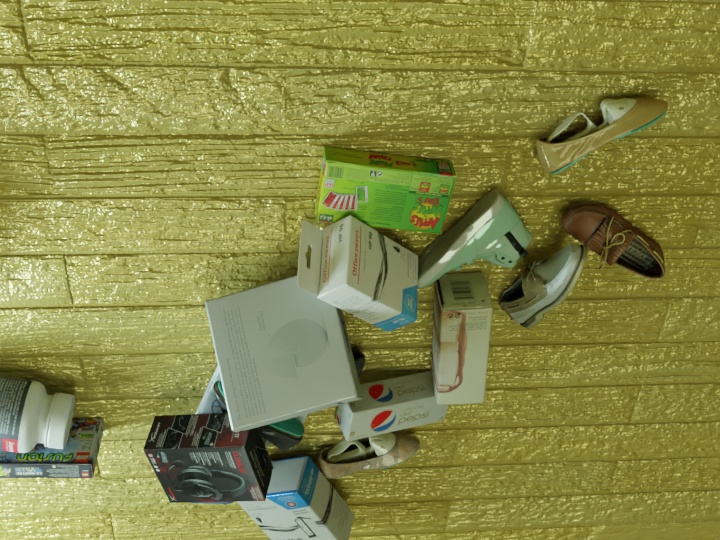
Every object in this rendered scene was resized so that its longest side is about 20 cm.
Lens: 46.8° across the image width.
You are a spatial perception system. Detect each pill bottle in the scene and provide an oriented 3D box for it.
[{"bbox_3d":[-0.585,0.238,1.384,0.196,0.121,0.121,10,123,-13],"label":"pill bottle"}]

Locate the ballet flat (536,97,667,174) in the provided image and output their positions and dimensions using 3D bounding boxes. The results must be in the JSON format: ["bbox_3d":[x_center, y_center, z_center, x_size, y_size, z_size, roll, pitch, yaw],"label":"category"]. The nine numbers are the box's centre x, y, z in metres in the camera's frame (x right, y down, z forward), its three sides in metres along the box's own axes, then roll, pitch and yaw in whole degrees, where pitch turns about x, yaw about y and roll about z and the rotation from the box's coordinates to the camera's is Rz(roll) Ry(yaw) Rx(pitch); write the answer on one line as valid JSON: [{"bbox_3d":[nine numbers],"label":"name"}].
[{"bbox_3d":[0.348,-0.211,1.214,0.198,0.069,0.064,-29,109,12],"label":"ballet flat"}]

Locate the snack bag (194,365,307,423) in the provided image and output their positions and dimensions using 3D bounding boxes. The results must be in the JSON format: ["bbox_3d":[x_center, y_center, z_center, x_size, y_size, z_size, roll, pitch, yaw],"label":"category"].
[{"bbox_3d":[-0.176,0.228,1.483,0.196,0.022,0.190,18,121,-17],"label":"snack bag"}]

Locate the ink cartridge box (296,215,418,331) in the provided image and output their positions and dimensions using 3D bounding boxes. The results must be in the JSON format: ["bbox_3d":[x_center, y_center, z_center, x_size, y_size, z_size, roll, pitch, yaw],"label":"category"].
[{"bbox_3d":[0.000,0.000,1.253,0.067,0.118,0.198,-22,144,39],"label":"ink cartridge box"}]

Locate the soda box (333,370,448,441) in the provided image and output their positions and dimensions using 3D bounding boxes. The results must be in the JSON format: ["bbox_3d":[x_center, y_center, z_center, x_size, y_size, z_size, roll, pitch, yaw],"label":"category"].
[{"bbox_3d":[0.056,0.234,1.451,0.196,0.064,0.069,-8,127,-26],"label":"soda box"}]

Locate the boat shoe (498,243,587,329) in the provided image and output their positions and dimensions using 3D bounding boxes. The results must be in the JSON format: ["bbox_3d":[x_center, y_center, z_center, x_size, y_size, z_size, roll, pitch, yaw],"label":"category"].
[{"bbox_3d":[0.290,0.021,1.339,0.067,0.075,0.201,26,137,-4],"label":"boat shoe"}]

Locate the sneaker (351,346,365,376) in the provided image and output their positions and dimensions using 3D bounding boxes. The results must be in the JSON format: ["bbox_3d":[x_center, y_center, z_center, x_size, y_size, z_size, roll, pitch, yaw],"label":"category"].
[{"bbox_3d":[-0.081,0.145,1.414,0.197,0.075,0.086,18,115,-28],"label":"sneaker"}]

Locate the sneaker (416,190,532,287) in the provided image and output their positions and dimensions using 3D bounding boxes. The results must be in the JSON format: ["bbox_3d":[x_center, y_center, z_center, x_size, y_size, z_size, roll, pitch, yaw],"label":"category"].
[{"bbox_3d":[0.180,-0.017,1.317,0.200,0.074,0.118,-42,113,18],"label":"sneaker"}]

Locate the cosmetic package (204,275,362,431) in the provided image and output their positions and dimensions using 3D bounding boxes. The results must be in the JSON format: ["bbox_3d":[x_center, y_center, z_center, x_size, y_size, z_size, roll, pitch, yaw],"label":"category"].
[{"bbox_3d":[-0.116,0.125,1.296,0.196,0.204,0.123,-14,170,2],"label":"cosmetic package"}]

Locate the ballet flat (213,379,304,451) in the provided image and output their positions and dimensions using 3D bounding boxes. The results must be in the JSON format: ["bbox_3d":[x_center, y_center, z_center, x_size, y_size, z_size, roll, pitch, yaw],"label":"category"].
[{"bbox_3d":[-0.189,0.261,1.452,0.199,0.074,0.073,34,115,-28],"label":"ballet flat"}]

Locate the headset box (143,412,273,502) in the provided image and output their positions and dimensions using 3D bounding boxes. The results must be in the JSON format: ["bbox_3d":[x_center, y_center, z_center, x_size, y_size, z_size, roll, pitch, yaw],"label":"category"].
[{"bbox_3d":[-0.245,0.318,1.411,0.195,0.078,0.151,-3,130,11],"label":"headset box"}]

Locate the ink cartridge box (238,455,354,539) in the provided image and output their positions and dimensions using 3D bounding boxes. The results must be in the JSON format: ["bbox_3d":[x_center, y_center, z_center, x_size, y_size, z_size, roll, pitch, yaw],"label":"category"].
[{"bbox_3d":[-0.121,0.453,1.585,0.144,0.085,0.202,-15,126,25],"label":"ink cartridge box"}]

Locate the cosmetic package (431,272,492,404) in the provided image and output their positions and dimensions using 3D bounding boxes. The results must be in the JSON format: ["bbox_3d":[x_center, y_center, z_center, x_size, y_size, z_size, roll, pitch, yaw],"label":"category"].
[{"bbox_3d":[0.166,0.115,1.394,0.085,0.104,0.203,-3,123,-2],"label":"cosmetic package"}]

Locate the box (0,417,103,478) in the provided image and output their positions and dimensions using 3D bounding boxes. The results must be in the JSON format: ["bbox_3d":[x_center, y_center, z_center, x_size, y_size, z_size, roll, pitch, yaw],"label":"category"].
[{"bbox_3d":[-0.554,0.306,1.441,0.195,0.111,0.035,2,125,-8],"label":"box"}]

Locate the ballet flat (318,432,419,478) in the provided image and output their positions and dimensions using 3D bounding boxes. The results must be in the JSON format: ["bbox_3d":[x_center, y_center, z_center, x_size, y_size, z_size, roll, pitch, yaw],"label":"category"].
[{"bbox_3d":[0.012,0.336,1.551,0.196,0.069,0.068,-20,122,6],"label":"ballet flat"}]

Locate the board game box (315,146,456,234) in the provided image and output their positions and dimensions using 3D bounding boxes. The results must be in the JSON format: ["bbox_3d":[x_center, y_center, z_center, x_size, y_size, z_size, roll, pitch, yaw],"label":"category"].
[{"bbox_3d":[0.036,-0.119,1.251,0.195,0.048,0.103,6,124,-9],"label":"board game box"}]

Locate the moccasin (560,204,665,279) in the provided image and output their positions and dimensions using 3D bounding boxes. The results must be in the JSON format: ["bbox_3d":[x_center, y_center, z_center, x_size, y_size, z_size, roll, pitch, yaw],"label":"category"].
[{"bbox_3d":[0.404,-0.041,1.326,0.199,0.078,0.074,31,119,-22],"label":"moccasin"}]

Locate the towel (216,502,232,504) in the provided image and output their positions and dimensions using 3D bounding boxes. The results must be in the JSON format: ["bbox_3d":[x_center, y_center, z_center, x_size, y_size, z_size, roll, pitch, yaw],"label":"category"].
[{"bbox_3d":[-0.276,0.349,1.523,0.109,0.049,0.203,4,129,0],"label":"towel"}]
